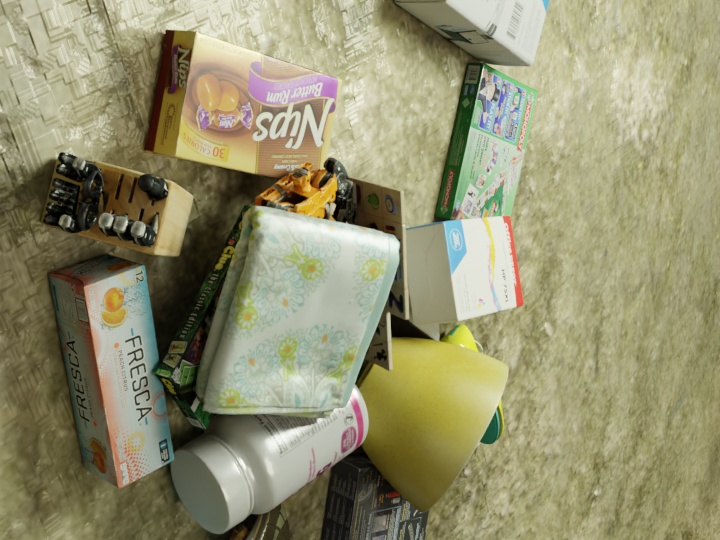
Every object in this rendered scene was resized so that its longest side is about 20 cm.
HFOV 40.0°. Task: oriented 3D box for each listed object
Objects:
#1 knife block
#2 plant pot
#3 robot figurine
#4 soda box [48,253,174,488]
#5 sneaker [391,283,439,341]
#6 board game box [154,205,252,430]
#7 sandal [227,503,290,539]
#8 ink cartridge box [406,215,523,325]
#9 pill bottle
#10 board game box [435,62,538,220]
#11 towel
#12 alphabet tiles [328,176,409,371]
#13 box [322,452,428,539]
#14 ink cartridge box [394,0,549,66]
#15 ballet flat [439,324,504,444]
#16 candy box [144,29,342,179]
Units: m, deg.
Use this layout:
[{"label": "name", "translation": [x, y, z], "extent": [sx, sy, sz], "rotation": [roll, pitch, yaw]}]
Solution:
[{"label": "knife block", "translation": [-0.184, -0.048, 0.845], "extent": [0.199, 0.174, 0.065], "rotation": [16, 89, -48]}, {"label": "plant pot", "translation": [0.064, 0.159, 1.174], "extent": [0.141, 0.200, 0.201], "rotation": [32, 70, 0]}, {"label": "robot figurine", "translation": [-0.060, -0.019, 1.016], "extent": [0.145, 0.058, 0.202], "rotation": [-40, 140, -39]}, {"label": "soda box", "translation": [-0.228, 0.092, 0.915], "extent": [0.068, 0.063, 0.203], "rotation": [-22, 116, -42]}, {"label": "sneaker", "translation": [0.032, 0.017, 1.193], "extent": [0.200, 0.072, 0.086], "rotation": [46, 43, -42]}, {"label": "board game box", "translation": [-0.135, 0.046, 0.989], "extent": [0.105, 0.023, 0.202], "rotation": [74, 34, -54]}, {"label": "sandal", "translation": [-0.119, 0.311, 1.060], "extent": [0.201, 0.054, 0.083], "rotation": [-71, 153, -57]}, {"label": "ink cartridge box", "translation": [0.137, -0.004, 1.217], "extent": [0.199, 0.067, 0.118], "rotation": [-9, 90, -52]}, {"label": "pill bottle", "translation": [-0.095, 0.184, 1.048], "extent": [0.199, 0.112, 0.115], "rotation": [-28, 120, -39]}, {"label": "board game box", "translation": [0.170, -0.157, 1.314], "extent": [0.134, 0.029, 0.203], "rotation": [12, 91, -49]}, {"label": "towel", "translation": [-0.059, 0.047, 0.953], "extent": [0.169, 0.048, 0.203], "rotation": [8, 106, -40]}, {"label": "alphabet tiles", "translation": [0.000, 0.000, 1.066], "extent": [0.007, 0.166, 0.203], "rotation": [-15, 111, -32]}, {"label": "box", "translation": [0.021, 0.333, 1.259], "extent": [0.156, 0.049, 0.204], "rotation": [2, 98, -47]}, {"label": "ink cartridge box", "translation": [0.146, -0.353, 1.196], "extent": [0.199, 0.085, 0.149], "rotation": [18, 86, -47]}, {"label": "ballet flat", "translation": [0.159, 0.153, 1.360], "extent": [0.067, 0.066, 0.201], "rotation": [-60, 136, -37]}, {"label": "candy box", "translation": [-0.112, -0.156, 0.986], "extent": [0.198, 0.056, 0.119], "rotation": [8, 95, -47]}]
